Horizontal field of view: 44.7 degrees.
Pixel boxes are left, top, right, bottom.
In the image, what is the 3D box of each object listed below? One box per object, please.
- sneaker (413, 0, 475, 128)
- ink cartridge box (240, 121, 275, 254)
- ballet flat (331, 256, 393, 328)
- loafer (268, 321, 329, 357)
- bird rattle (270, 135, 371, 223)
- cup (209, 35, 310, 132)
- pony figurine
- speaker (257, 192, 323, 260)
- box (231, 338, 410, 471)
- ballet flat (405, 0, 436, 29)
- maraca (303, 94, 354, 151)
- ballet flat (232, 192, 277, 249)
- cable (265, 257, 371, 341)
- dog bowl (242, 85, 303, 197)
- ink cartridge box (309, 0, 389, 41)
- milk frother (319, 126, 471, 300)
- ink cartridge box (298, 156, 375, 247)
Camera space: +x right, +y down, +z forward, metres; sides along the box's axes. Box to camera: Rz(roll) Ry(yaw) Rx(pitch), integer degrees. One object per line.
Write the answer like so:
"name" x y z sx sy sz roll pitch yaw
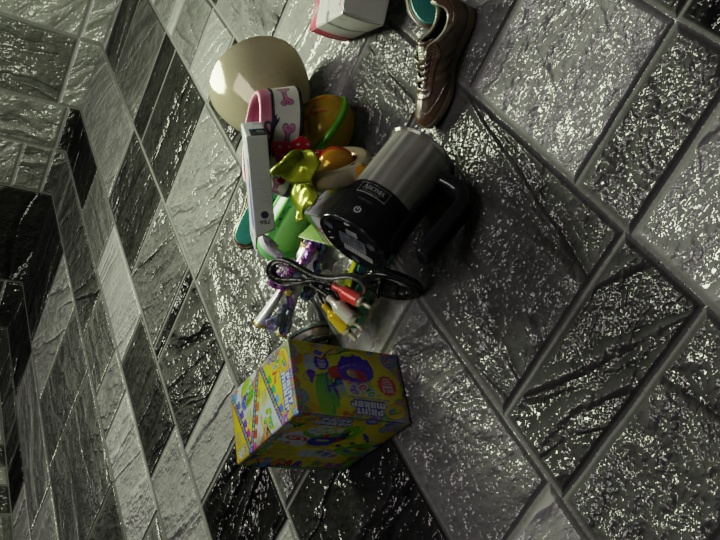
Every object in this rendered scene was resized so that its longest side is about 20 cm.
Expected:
"sneaker" 0.110 -0.325 1.360 0.070 0.075 0.200 30 105 56
"ink cartridge box" -0.168 -0.137 1.446 0.099 0.039 0.200 -120 27 -64
"ballet flat" 0.000 0.000 1.437 0.067 0.067 0.200 43 120 43
"loafer" -0.103 0.151 1.561 0.200 0.072 0.063 -42 59 54
"bird rattle" -0.061 -0.156 1.391 0.200 0.163 0.113 -87 -12 -72
"cup" -0.176 -0.332 1.698 0.200 0.200 0.143 -60 42 26
"pony figurine" -0.119 0.017 1.547 0.200 0.166 0.193 -64 6 -4
"speaker" -0.121 -0.107 1.638 0.200 0.088 0.089 -56 39 31
"box" -0.065 0.215 1.351 0.193 0.200 0.122 -44 46 41
"ballet flat" 0.101 -0.458 1.442 0.064 0.067 0.200 103 162 -61
"maraca" -0.074 -0.262 1.600 0.137 0.107 0.200 -51 20 1
"ballet flat" -0.197 -0.130 1.731 0.200 0.070 0.065 -63 -7 -13
"cable" -0.066 0.025 1.405 0.200 0.050 0.097 31 116 12
"dog bowl" -0.161 -0.233 1.558 0.200 0.074 0.201 -176 90 -72
"ink cartridge box" -0.013 -0.501 1.563 0.200 0.083 0.147 -161 84 -69
"milk frother" 0.060 -0.074 1.323 0.188 0.180 0.200 -51 -7 -20
"ink cartridge box" -0.028 -0.115 1.445 0.148 0.076 0.200 -46 29 -18
